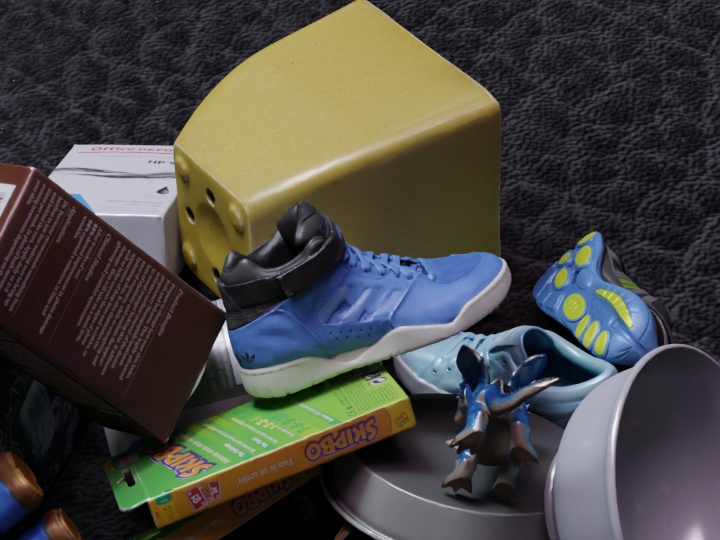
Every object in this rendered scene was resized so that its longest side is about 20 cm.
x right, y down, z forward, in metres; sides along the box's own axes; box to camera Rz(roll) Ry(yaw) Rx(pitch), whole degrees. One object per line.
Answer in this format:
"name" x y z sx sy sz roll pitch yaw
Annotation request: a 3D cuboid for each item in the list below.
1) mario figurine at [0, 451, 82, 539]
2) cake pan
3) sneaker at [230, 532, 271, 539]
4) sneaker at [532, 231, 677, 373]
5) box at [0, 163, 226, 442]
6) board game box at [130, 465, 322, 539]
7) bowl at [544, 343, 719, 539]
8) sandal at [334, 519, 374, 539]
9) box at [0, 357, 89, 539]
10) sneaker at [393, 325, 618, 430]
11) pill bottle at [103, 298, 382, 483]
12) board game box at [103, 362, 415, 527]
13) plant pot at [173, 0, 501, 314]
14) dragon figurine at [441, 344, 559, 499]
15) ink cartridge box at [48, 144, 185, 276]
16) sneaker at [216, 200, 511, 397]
"mario figurine" -0.287 0.203 1.553 0.200 0.106 0.124 -36 72 -4
"cake pan" 0.073 0.138 1.610 0.200 0.037 0.200 8 22 -3
"sneaker" -0.088 0.215 1.521 0.060 0.104 0.200 3 38 11
"sneaker" 0.187 0.035 1.764 0.071 0.083 0.200 -43 24 7
"box" -0.188 0.021 1.543 0.075 0.200 0.100 7 65 46
"board game box" -0.112 0.172 1.601 0.200 0.030 0.095 -34 5 -30
"bowl" 0.182 0.152 1.532 0.090 0.201 0.201 -10 29 37
"sandal" 0.006 0.196 1.576 0.080 0.054 0.200 11 40 20
"box" -0.282 0.077 1.647 0.117 0.197 0.200 7 39 14
"sneaker" 0.110 0.065 1.712 0.200 0.082 0.074 17 41 30
"pill bottle" -0.086 0.075 1.685 0.199 0.114 0.114 -13 38 -3
"board game box" -0.069 0.115 1.575 0.199 0.030 0.096 -19 19 -9
"plant pot" -0.029 -0.056 1.789 0.200 0.196 0.194 -22 40 -24
"dragon figurine" 0.088 0.081 1.523 0.059 0.200 0.100 7 61 0
"ink cartridge box" -0.186 -0.050 1.871 0.116 0.068 0.200 2 22 8
"sneaker" 0.000 0.000 1.598 0.199 0.112 0.077 -20 18 -8
